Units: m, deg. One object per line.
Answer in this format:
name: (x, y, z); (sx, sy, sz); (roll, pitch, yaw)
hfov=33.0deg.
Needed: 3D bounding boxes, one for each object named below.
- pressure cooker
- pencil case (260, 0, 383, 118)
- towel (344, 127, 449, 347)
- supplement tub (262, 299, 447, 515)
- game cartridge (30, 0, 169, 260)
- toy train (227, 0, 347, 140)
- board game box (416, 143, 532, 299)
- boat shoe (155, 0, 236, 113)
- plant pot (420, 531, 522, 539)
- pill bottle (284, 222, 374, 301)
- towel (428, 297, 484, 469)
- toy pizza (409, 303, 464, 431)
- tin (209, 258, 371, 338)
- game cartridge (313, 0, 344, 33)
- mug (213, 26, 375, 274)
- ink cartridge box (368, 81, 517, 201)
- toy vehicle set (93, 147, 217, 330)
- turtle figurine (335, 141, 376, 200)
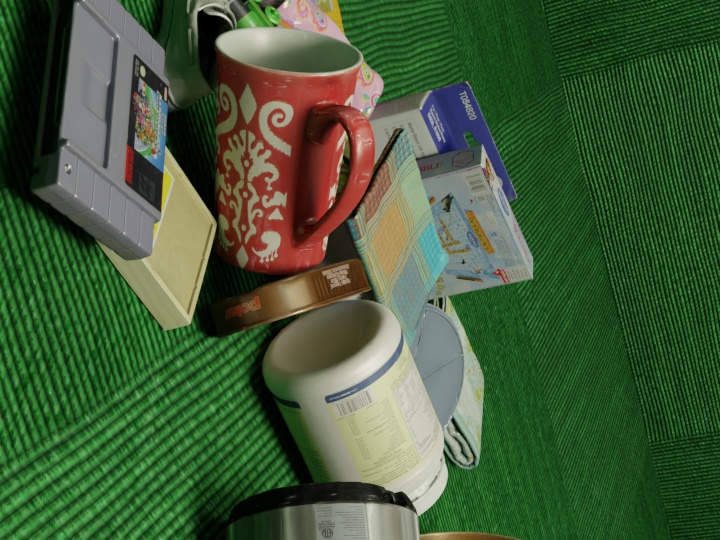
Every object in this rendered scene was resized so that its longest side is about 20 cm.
pressure cooker: (-0.030, 0.294, 1.028); (0.179, 0.175, 0.201); (37, 42, -55)
pencil case: (-0.053, -0.246, 1.360); (0.200, 0.087, 0.088); (43, 39, -41)
towel: (0.043, -0.030, 1.284); (0.147, 0.022, 0.200); (-62, 147, -36)
supplement tub: (0.000, 0.146, 1.228); (0.145, 0.145, 0.200); (-69, 142, -55)
game cartridge: (-0.197, -0.121, 0.947); (0.130, 0.038, 0.201); (39, 43, -53)
toy train: (-0.073, -0.207, 1.241); (0.200, 0.042, 0.056); (50, 35, -11)
board game box: (0.087, -0.049, 1.487); (0.041, 0.199, 0.200); (-82, 152, -43)
boat shoe: (-0.150, -0.231, 1.157); (0.074, 0.065, 0.200); (53, 32, -48)
plant pot: (0.122, 0.420, 1.385); (0.186, 0.186, 0.201); (-11, 102, -69)
pill bottle: (0.000, 0.000, 1.359); (0.200, 0.109, 0.110); (24, 57, -64)
towel: (0.128, 0.151, 1.698); (0.171, 0.048, 0.200); (-74, 146, -50)
toy pizza: (0.043, 0.132, 1.387); (0.200, 0.032, 0.201); (-15, 113, -40)
tin: (-0.066, 0.025, 1.163); (0.200, 0.112, 0.042); (-16, 85, -65)
game cartridge: (-0.073, -0.347, 1.471); (0.176, 0.032, 0.201); (-43, 118, -66)
mug: (-0.072, -0.098, 1.100); (0.178, 0.133, 0.201); (-112, -152, -59)
ink cartridge box: (0.067, -0.122, 1.474); (0.041, 0.199, 0.200); (-81, 150, -44)
toy vehicle set: (-0.188, -0.062, 1.019); (0.124, 0.026, 0.200); (-81, 151, -44)
turtle figurine: (-0.008, -0.122, 1.353); (0.161, 0.064, 0.200); (34, 17, -23)
